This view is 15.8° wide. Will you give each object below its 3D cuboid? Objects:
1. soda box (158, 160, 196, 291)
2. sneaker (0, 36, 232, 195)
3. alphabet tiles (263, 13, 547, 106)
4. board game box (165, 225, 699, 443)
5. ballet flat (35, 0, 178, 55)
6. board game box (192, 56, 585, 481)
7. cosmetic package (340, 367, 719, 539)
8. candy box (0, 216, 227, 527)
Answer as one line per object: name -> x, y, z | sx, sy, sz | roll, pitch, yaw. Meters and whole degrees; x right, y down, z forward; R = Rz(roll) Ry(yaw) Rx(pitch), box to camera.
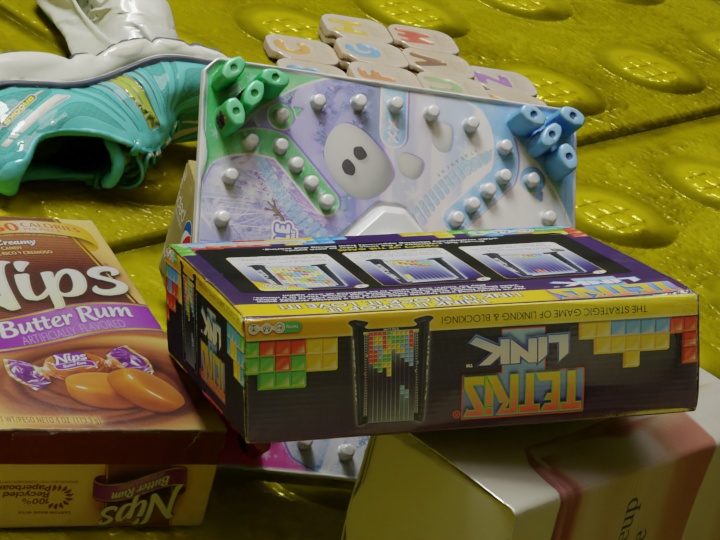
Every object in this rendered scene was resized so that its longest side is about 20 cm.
soda box -> 0.000, 0.000, 1.348 | 0.199, 0.068, 0.064 | 9, 26, -18
sneaker -> -0.142, -0.078, 1.476 | 0.199, 0.078, 0.080 | -12, 56, -38
alphabet tiles -> 0.038, -0.120, 1.719 | 0.195, 0.015, 0.200 | 7, 27, -19
board game box -> 0.027, 0.025, 1.140 | 0.199, 0.057, 0.165 | -3, 13, -14
ballet flat -> -0.152, -0.158, 1.618 | 0.069, 0.070, 0.200 | 1, 29, -30
board game box -> 0.016, 0.003, 1.263 | 0.199, 0.201, 0.026 | 7, -15, -19
cosmetic package -> 0.090, 0.108, 1.169 | 0.087, 0.104, 0.199 | 33, 30, 34
candy box -> -0.153, 0.042, 1.211 | 0.116, 0.057, 0.200 | 2, 27, -28
